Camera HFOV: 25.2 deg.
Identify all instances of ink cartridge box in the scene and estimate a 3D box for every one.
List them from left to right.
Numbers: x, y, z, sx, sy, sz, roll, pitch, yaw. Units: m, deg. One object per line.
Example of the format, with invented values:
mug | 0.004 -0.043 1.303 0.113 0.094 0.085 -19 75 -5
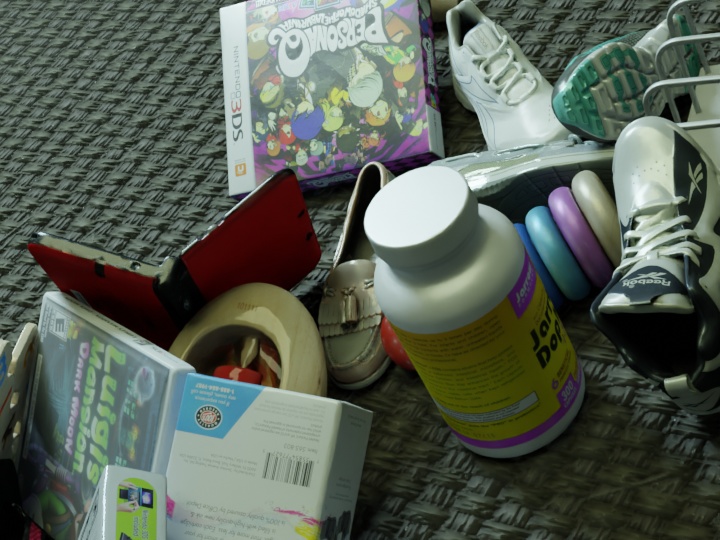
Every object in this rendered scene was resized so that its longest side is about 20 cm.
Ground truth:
ink cartridge box | -0.072 0.178 1.056 0.114 0.068 0.202 9 82 21

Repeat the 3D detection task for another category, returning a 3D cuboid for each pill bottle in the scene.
pill bottle | 0.074 0.027 1.074 0.103 0.201 0.105 -17 41 16

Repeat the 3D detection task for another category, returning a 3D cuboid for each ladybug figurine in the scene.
ladybug figurine | -0.086 0.110 1.162 0.135 0.072 0.202 10 72 24

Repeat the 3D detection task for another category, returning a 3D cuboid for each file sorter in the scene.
file sorter | 0.285 -0.126 1.164 0.138 0.125 0.201 -3 46 29

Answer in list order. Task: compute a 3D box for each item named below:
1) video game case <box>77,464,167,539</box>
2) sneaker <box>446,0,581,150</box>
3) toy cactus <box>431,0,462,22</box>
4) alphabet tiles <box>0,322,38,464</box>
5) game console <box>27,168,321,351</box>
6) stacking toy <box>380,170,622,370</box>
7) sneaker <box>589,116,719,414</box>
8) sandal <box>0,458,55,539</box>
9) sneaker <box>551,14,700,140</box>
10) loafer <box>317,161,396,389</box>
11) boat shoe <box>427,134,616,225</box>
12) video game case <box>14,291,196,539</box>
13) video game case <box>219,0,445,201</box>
video game case | -0.166 0.258 1.007 0.045 0.201 0.182 13 37 -16
sneaker | 0.116 -0.153 1.332 0.074 0.087 0.200 -31 40 -4
toy cactus | 0.015 -0.250 1.517 0.163 0.103 0.201 7 47 13
alphabet tiles | -0.279 0.143 1.194 0.014 0.201 0.197 15 51 4
game console | -0.136 -0.013 1.232 0.171 0.200 0.120 16 73 11
stacking toy | 0.105 0.011 1.181 0.199 0.085 0.086 -31 38 11
sneaker | 0.191 -0.007 1.022 0.079 0.129 0.201 -10 83 26
sandal | -0.240 0.228 1.154 0.045 0.075 0.201 -14 56 3
sneaker | 0.191 -0.141 1.255 0.091 0.078 0.199 -12 9 38
loafer | 0.000 0.000 1.260 0.071 0.063 0.201 -10 43 25
boat shoe | 0.130 -0.071 1.248 0.201 0.075 0.065 -12 46 32
video game case | -0.195 0.137 1.169 0.181 0.023 0.202 23 106 45
video game case | -0.028 -0.165 1.412 0.198 0.036 0.183 -10 75 23
